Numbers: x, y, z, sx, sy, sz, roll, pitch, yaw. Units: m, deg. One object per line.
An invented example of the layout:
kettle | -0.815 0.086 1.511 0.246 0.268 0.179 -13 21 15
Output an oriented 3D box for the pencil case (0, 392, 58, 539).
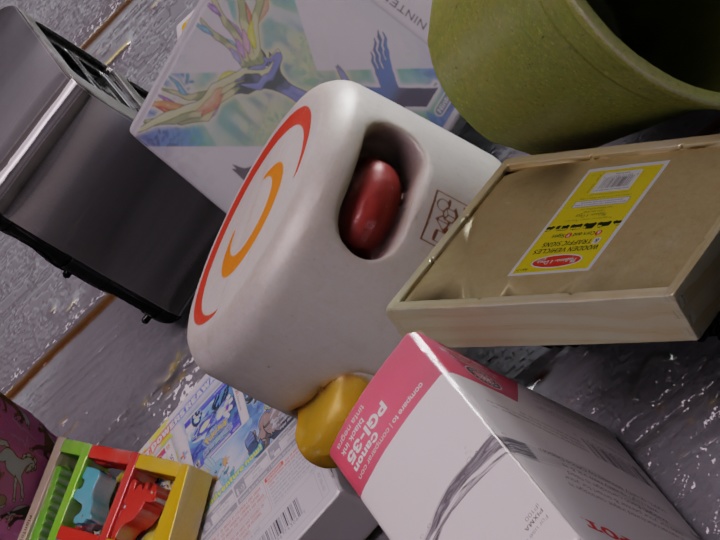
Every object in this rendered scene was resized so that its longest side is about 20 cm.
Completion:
pencil case | -0.253 0.121 1.678 0.086 0.200 0.083 -27 46 26

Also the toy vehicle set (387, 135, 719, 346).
toy vehicle set | 0.117 -0.015 1.297 0.199 0.027 0.124 -4 38 49

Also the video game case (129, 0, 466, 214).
video game case | -0.028 -0.109 1.567 0.182 0.022 0.201 39 117 15

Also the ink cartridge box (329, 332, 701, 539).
ink cartridge box | 0.091 0.131 1.252 0.083 0.146 0.200 -55 33 11

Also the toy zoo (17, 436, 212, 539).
toy zoo | -0.155 0.175 1.585 0.200 0.020 0.132 4 71 55

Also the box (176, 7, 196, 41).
box | -0.016 -0.154 1.646 0.200 0.101 0.113 -40 39 29

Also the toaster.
toaster | -0.183 -0.068 1.735 0.119 0.180 0.200 -54 33 8

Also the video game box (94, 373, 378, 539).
video game box | -0.081 0.148 1.562 0.200 0.047 0.183 -48 37 19

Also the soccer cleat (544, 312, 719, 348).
soccer cleat | 0.145 -0.004 1.355 0.200 0.068 0.074 -7 61 55

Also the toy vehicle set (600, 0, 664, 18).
toy vehicle set | 0.171 -0.200 1.498 0.199 0.026 0.125 -12 57 49

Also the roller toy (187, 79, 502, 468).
roller toy | 0.000 0.000 1.459 0.183 0.139 0.200 -59 14 15

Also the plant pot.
plant pot | 0.131 -0.149 1.363 0.184 0.199 0.201 -32 41 58
